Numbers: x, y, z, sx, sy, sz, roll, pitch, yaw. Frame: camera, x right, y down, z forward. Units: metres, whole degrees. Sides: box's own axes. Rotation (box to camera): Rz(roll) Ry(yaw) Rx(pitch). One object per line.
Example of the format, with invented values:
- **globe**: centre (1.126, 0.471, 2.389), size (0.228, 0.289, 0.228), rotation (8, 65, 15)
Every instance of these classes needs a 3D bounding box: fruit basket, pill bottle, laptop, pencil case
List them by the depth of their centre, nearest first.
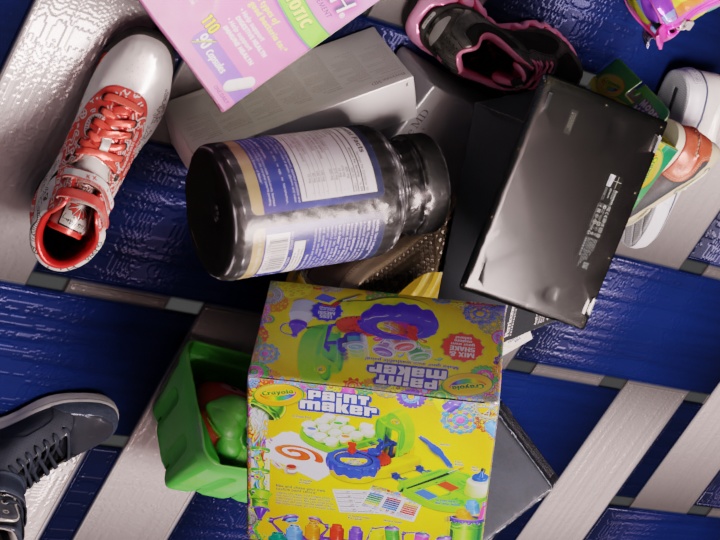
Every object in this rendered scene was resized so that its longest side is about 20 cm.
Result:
- **pill bottle**: centre (-0.033, -0.059, 1.425), size (0.199, 0.112, 0.112), rotation (-9, 131, -25)
- **laptop**: centre (0.176, -0.058, 1.488), size (0.200, 0.116, 0.188), rotation (18, 97, -27)
- **pencil case**: centre (0.331, -0.281, 1.590), size (0.200, 0.088, 0.088), rotation (-32, 137, -4)
- **fruit basket**: centre (-0.070, 0.143, 1.651), size (0.215, 0.156, 0.216), rotation (-10, 148, -6)

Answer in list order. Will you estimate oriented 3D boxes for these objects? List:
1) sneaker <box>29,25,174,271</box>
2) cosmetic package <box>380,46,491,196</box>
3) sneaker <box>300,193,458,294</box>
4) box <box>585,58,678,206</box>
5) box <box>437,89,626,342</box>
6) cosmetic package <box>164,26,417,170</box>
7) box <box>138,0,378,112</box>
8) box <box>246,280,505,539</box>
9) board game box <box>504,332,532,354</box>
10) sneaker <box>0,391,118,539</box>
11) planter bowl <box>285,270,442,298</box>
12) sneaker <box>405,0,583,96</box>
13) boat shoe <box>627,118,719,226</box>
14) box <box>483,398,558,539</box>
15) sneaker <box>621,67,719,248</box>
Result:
- **sneaker**: centre (-0.206, -0.092, 1.403), size (0.067, 0.108, 0.202), rotation (26, 114, -20)
- **cosmetic package**: centre (0.086, -0.112, 1.597), size (0.200, 0.071, 0.102), rotation (24, 113, -42)
- **sneaker**: centre (0.034, -0.028, 1.529), size (0.200, 0.075, 0.071), rotation (-29, 135, -39)
- **box**: centre (0.218, -0.093, 1.659), size (0.048, 0.117, 0.200), rotation (19, 116, -35)
- **box**: centre (0.150, -0.052, 1.533), size (0.141, 0.079, 0.201), rotation (-19, 127, -50)
- **cosmetic package**: centre (-0.059, -0.135, 1.482), size (0.200, 0.083, 0.051), rotation (-21, 135, -13)
- **box**: centre (-0.083, -0.256, 1.351), size (0.200, 0.097, 0.176), rotation (-36, 136, 0)
- **box**: centre (0.012, 0.128, 1.452), size (0.199, 0.122, 0.193), rotation (7, 130, 3)
- **board game box**: centre (0.069, 0.067, 1.769), size (0.200, 0.034, 0.135), rotation (-30, 137, -5)
- **sneaker**: centre (-0.297, 0.191, 1.577), size (0.202, 0.146, 0.077), rotation (-16, 132, -21)
- **planter bowl**: centre (0.000, 0.000, 1.633), size (0.200, 0.084, 0.201), rotation (-16, 133, -19)
- **sneaker**: centre (0.132, -0.183, 1.548), size (0.200, 0.095, 0.079), rotation (13, 118, -40)
- **boat shoe**: centre (0.259, -0.077, 1.696), size (0.062, 0.071, 0.200), rotation (17, 140, -35)
- **box**: centre (0.090, 0.231, 1.799), size (0.200, 0.124, 0.197), rotation (-38, 170, 5)
- **sneaker**: centre (0.316, -0.107, 1.739), size (0.071, 0.073, 0.200), rotation (0, 126, -27)
